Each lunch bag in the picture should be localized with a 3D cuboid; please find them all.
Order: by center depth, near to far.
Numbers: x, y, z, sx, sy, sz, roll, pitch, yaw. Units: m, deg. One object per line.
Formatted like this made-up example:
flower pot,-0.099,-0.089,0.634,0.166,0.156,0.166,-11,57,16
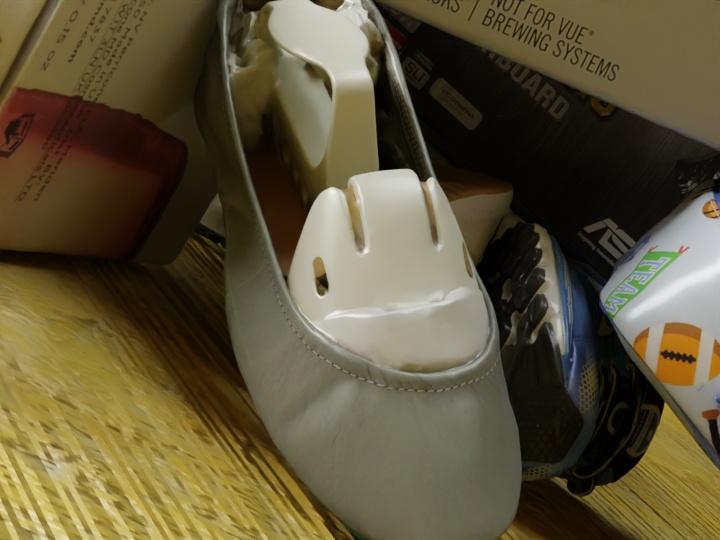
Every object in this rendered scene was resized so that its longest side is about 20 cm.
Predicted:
lunch bag,0.158,0.063,0.751,0.200,0.075,0.160,53,10,-1

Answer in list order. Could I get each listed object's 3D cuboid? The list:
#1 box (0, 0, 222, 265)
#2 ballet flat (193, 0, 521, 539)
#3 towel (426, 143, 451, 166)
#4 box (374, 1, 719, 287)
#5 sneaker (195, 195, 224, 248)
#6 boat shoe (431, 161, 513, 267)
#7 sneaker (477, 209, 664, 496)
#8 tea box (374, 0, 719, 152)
box,-0.110,-0.080,0.682,0.127,0.109,0.200,32,6,13
ballet flat,-0.005,-0.014,0.608,0.067,0.064,0.201,-3,42,-17
towel,0.077,-0.033,0.939,0.199,0.150,0.031,19,28,-21
box,0.087,-0.099,0.871,0.200,0.159,0.048,41,-5,-23
sneaker,-0.067,-0.063,0.897,0.199,0.080,0.074,27,4,29
boat shoe,0.000,0.000,0.759,0.070,0.070,0.200,12,11,15
sneaker,0.070,0.033,0.804,0.089,0.079,0.200,34,11,-4
tea box,0.089,-0.159,0.752,0.199,0.198,0.134,21,10,-23
